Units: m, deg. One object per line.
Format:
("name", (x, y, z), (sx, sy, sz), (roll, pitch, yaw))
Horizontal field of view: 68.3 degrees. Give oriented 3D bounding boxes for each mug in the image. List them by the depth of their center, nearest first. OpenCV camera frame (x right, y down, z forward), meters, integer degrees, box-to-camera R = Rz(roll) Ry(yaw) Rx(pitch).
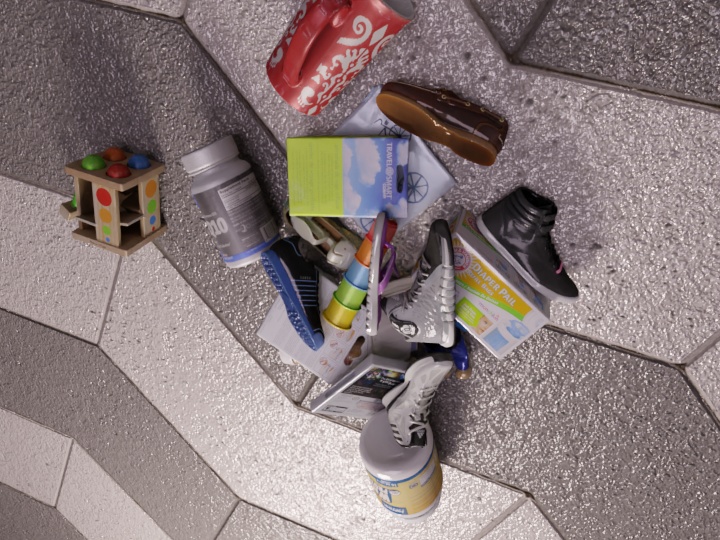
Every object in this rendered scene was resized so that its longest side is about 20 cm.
("mug", (-0.051, -0.328, 0.726), (0.199, 0.175, 0.136), (-38, 70, 36))

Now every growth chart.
("growth chart", (0.065, 0.099, 0.938), (0.141, 0.018, 0.206), (-7, 119, -23))

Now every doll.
("doll", (0.140, 0.107, 0.904), (0.133, 0.049, 0.202), (-4, 134, 28))

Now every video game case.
("video game case", (0.034, 0.223, 0.984), (0.197, 0.024, 0.181), (19, 131, -39))

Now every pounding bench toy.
("pounding bench toy", (-0.484, -0.149, 0.996), (0.194, 0.125, 0.160), (17, 121, 11))

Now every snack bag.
("snack bag", (0.027, -0.161, 0.862), (0.187, 0.021, 0.201), (-37, 100, 30))

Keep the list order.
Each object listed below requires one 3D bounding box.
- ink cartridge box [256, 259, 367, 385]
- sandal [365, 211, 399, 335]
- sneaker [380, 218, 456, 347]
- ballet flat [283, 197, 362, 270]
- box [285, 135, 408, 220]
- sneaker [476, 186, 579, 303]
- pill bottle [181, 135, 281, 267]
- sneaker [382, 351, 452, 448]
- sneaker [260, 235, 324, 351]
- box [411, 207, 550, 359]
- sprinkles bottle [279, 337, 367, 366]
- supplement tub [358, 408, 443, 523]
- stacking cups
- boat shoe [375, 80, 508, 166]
("ink cartridge box", (-0.071, 0.099, 0.985), (0.197, 0.050, 0.165), (33, 97, -3))
("sandal", (0.036, 0.006, 0.828), (0.048, 0.083, 0.208), (5, 119, 0))
("sneaker", (0.082, 0.027, 0.774), (0.112, 0.076, 0.206), (-3, 117, 8))
("ballet flat", (-0.056, -0.052, 0.922), (0.199, 0.071, 0.071), (42, 122, -4))
("box", (-0.018, -0.147, 0.830), (0.193, 0.048, 0.126), (3, 106, 14))
("sneaker", (0.277, -0.041, 0.800), (0.199, 0.071, 0.099), (43, 127, 1))
("pill bottle", (-0.224, -0.120, 0.921), (0.111, 0.114, 0.205), (-13, 110, 25))
("sneaker", (0.110, 0.231, 0.904), (0.074, 0.118, 0.202), (5, 139, -27))
("sneaker", (-0.097, 0.039, 0.923), (0.069, 0.077, 0.204), (8, 126, 56))
("box", (0.192, 0.019, 0.844), (0.199, 0.102, 0.113), (41, 122, -4))
("sprinkles bottle", (-0.058, 0.155, 1.026), (0.194, 0.069, 0.070), (3, 117, 18))
("supplement tub", (0.084, 0.379, 1.028), (0.140, 0.147, 0.204), (-2, 130, 20))
("stacking cups", (0.000, 0.000, 0.898), (0.059, 0.061, 0.204), (27, 107, 4))
("boat shoe", (0.120, -0.226, 0.773), (0.196, 0.072, 0.070), (28, 166, 0))
